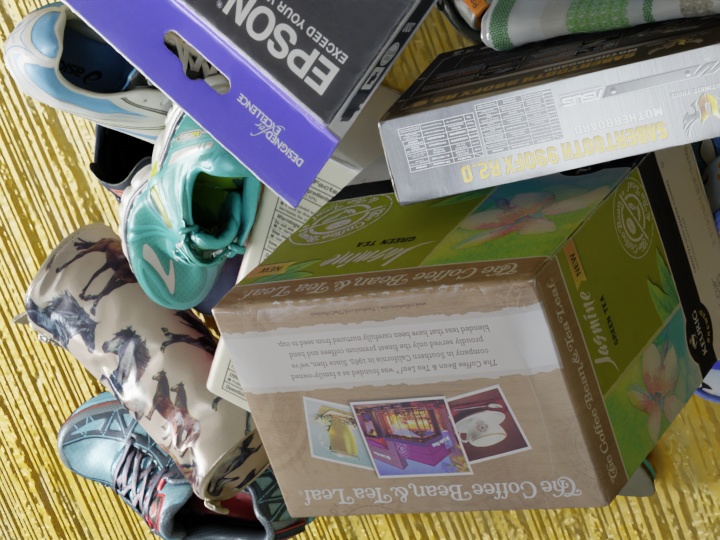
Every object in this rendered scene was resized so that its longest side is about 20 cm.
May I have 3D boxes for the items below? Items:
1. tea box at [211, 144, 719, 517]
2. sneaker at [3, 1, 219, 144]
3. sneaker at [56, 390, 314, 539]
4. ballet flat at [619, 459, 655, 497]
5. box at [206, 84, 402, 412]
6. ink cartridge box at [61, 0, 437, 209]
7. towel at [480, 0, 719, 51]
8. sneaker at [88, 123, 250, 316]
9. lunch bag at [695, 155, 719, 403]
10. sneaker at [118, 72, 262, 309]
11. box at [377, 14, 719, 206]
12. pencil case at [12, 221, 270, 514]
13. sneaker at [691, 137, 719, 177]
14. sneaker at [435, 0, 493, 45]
[{"bbox_3d":[0.066,0.025,1.239,0.199,0.197,0.134,-6,114,34],"label":"tea box"},{"bbox_3d":[-0.118,-0.113,1.417,0.072,0.199,0.072,-5,75,59],"label":"sneaker"},{"bbox_3d":[-0.126,0.139,1.592,0.199,0.096,0.080,11,119,19],"label":"sneaker"},{"bbox_3d":[0.108,0.096,1.449,0.200,0.064,0.067,47,159,-29],"label":"ballet flat"},{"bbox_3d":[0.000,0.000,1.454,0.127,0.109,0.201,26,123,10],"label":"box"},{"bbox_3d":[-0.055,-0.170,1.246,0.198,0.043,0.201,41,108,18],"label":"ink cartridge box"},{"bbox_3d":[0.174,-0.175,1.246,0.199,0.150,0.031,-3,133,36],"label":"towel"},{"bbox_3d":[-0.131,-0.051,1.502,0.074,0.085,0.201,-8,112,27],"label":"sneaker"},{"bbox_3d":[0.280,0.012,1.321,0.198,0.076,0.161,4,124,-2],"label":"lunch bag"},{"bbox_3d":[-0.101,-0.034,1.419,0.077,0.080,0.200,1,145,-16],"label":"sneaker"},{"bbox_3d":[0.123,-0.096,1.228,0.199,0.158,0.049,-12,105,17],"label":"box"},{"bbox_3d":[-0.135,0.065,1.542,0.200,0.078,0.090,45,110,15],"label":"pencil case"},{"bbox_3d":[0.208,-0.065,1.344,0.088,0.079,0.201,9,124,16],"label":"sneaker"},{"bbox_3d":[0.059,-0.185,1.347,0.200,0.079,0.074,41,126,7],"label":"sneaker"}]
